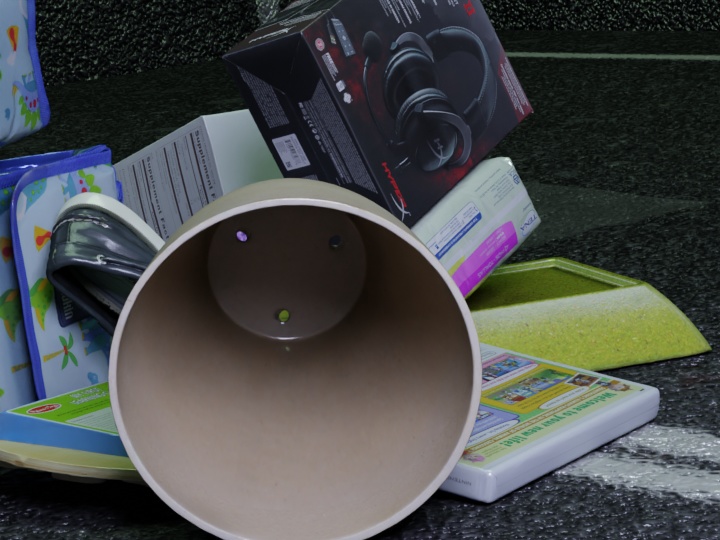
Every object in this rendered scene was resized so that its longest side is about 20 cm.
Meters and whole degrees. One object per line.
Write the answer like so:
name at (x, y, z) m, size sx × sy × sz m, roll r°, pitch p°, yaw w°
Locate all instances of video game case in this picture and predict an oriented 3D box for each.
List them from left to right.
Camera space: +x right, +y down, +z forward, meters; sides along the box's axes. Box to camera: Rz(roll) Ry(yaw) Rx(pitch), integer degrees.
video game case at (0.049, 0.079, 1.494) m, size 0.182 × 0.022 × 0.200 m, roll 14°, pitch 18°, yaw 31°

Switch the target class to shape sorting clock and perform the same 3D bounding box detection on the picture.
shape sorting clock at (-0.123, 0.100, 1.487) m, size 0.200 × 0.039 × 0.200 m, roll 7°, pitch 9°, yaw -1°

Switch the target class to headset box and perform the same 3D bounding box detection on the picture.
headset box at (0.020, -0.126, 1.688) m, size 0.077 × 0.149 × 0.200 m, roll -12°, pitch 21°, yaw 42°

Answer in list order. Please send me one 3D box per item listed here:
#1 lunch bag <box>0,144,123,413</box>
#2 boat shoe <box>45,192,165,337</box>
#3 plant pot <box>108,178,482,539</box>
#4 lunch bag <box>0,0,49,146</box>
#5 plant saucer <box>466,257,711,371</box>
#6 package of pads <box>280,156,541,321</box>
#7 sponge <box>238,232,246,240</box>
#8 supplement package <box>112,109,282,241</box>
lunch bag at (-0.235, 0.021, 1.607) m, size 0.200 × 0.170 × 0.127 m, roll -13°, pitch 13°, yaw -26°
boat shoe at (-0.111, 0.037, 1.563) m, size 0.074 × 0.199 × 0.066 m, roll -34°, pitch 21°, yaw 34°
plant pot at (-0.036, 0.024, 1.377) m, size 0.187 × 0.188 × 0.200 m, roll -5°, pitch 18°, yaw -1°
lunch bag at (-0.314, -0.112, 1.552) m, size 0.200 × 0.128 × 0.170 m, roll 1°, pitch 14°, yaw 18°
plant saucer at (0.105, 0.031, 1.750) m, size 0.200 × 0.048 × 0.200 m, roll -9°, pitch 10°, yaw -20°
package of pads at (0.000, 0.000, 1.720) m, size 0.200 × 0.068 × 0.155 m, roll -12°, pitch 23°, yaw 44°
sponge at (-0.147, 0.010, 1.781) m, size 0.200 × 0.030 × 0.112 m, roll -38°, pitch 8°, yaw -41°
supplement package at (-0.110, -0.049, 1.972) m, size 0.114 × 0.110 × 0.200 m, roll -11°, pitch -6°, yaw -35°
